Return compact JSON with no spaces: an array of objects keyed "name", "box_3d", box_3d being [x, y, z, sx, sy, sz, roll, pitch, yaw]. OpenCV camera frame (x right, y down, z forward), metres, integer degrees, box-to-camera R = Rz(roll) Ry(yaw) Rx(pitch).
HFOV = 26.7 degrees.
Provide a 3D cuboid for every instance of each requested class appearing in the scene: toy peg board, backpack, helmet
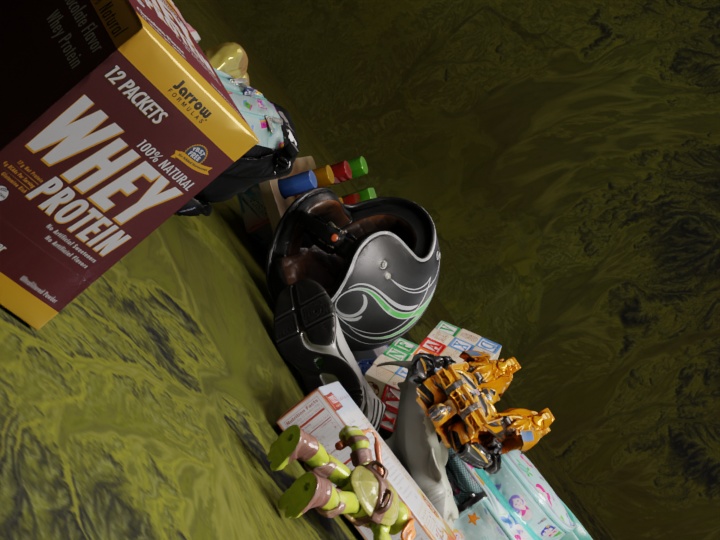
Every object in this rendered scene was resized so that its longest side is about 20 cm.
[{"name":"toy peg board","box_3d":[-0.037,-0.061,2.003,0.199,0.097,0.202,-23,95,-73]},{"name":"backpack","box_3d":[0.146,0.279,1.658,0.201,0.150,0.178,61,9,32]},{"name":"backpack","box_3d":[-0.183,-0.147,1.636,0.199,0.166,0.127,15,51,-54]},{"name":"helmet","box_3d":[0.000,0.000,1.841,0.190,0.200,0.200,17,31,-47]}]

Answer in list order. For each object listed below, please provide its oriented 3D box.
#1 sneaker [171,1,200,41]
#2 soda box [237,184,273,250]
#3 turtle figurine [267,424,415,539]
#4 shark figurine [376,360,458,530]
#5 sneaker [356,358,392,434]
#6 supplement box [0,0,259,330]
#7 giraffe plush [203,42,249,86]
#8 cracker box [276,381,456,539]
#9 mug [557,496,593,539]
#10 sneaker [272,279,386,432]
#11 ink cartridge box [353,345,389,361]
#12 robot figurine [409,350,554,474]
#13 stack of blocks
[{"name":"sneaker","box_3d":[-0.313,-0.385,2.409,0.105,0.075,0.200,55,-2,-11]},{"name":"soda box","box_3d":[-0.096,-0.056,2.095,0.200,0.063,0.069,42,28,-60]},{"name":"turtle figurine","box_3d":[-0.002,0.201,1.287,0.161,0.064,0.201,31,41,-42]},{"name":"shark figurine","box_3d":[0.043,0.167,1.573,0.128,0.089,0.216,64,15,-58]},{"name":"sneaker","box_3d":[0.056,0.189,1.885,0.200,0.070,0.078,37,-48,36]},{"name":"supplement box","box_3d":[-0.211,-0.112,1.023,0.133,0.200,0.198,44,9,-47]},{"name":"giraffe plush","box_3d":[-0.250,-0.228,1.786,0.162,0.173,0.199,43,38,21]},{"name":"cracker box","box_3d":[0.008,0.203,1.458,0.201,0.058,0.134,53,5,6]},{"name":"mug","box_3d":[0.244,0.379,1.893,0.185,0.114,0.152,50,6,-14]},{"name":"sneaker","box_3d":[-0.034,0.111,1.699,0.201,0.075,0.116,66,5,36]},{"name":"ink cartridge box","box_3d":[0.033,0.143,2.060,0.119,0.042,0.201,44,12,-47]},{"name":"robot figurine","box_3d":[0.125,0.138,1.568,0.145,0.058,0.200,57,21,18]},{"name":"stack of blocks","box_3d":[0.085,0.132,1.848,0.114,0.059,0.200,23,28,14]}]
